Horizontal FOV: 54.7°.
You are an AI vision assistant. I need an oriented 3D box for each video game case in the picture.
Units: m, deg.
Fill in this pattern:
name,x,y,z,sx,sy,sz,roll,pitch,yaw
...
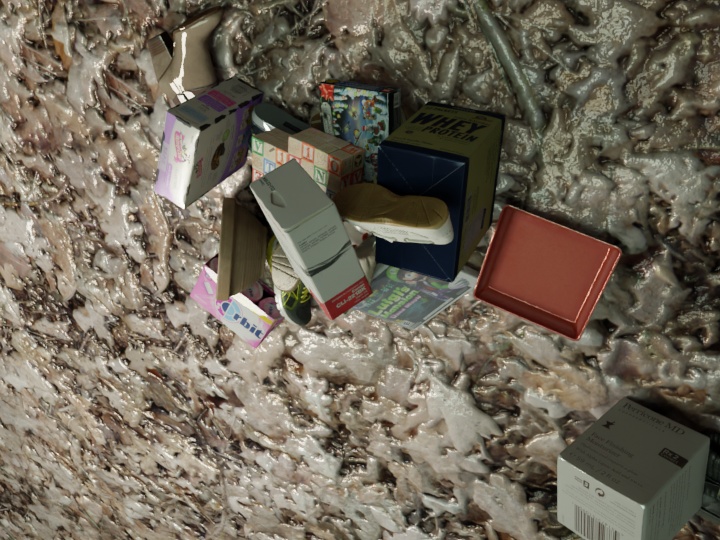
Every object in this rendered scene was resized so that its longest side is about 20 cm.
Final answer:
name,x,y,z,sx,sy,sz,roll,pitch,yaw
video game case,0.090,0.034,1.260,0.181,0.024,0.200,21,137,-30

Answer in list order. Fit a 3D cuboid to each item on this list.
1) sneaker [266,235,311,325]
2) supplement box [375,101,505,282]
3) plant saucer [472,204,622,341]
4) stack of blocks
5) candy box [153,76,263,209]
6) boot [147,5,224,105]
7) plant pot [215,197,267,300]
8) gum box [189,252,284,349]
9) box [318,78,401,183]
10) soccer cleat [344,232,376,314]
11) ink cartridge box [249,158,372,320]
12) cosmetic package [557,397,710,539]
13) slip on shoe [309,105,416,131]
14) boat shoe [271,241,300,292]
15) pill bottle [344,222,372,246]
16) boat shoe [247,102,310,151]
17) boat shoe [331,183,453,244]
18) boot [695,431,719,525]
name,x,y,z,sx,sy,sz,roll,pitch,yaw
sneaker,-0.128,0.025,1.402,0.084,0.075,0.202,-2,119,29
supplement box,0.124,-0.127,1.084,0.133,0.200,0.202,16,126,21
plant saucer,0.309,0.000,1.172,0.199,0.037,0.201,24,128,15
stack of blocks,-0.091,-0.171,1.149,0.199,0.058,0.116,28,129,30
candy box,-0.269,-0.229,1.236,0.071,0.200,0.169,30,129,8
boot,-0.290,-0.371,1.252,0.198,0.070,0.147,-9,121,34
plant pot,-0.233,-0.040,1.372,0.092,0.202,0.202,3,127,-11
gum box,-0.259,0.067,1.505,0.199,0.066,0.114,39,132,1
box,0.000,-0.199,1.125,0.136,0.040,0.202,17,123,33
soccer cleat,0.000,0.000,1.184,0.078,0.069,0.200,45,131,1
ink cartridge box,-0.073,-0.046,1.051,0.144,0.083,0.201,50,169,43
cosmetic package,0.460,0.358,1.182,0.164,0.199,0.166,25,134,45
slip on shoe,0.004,-0.247,1.167,0.199,0.060,0.077,0,113,40
boat shoe,-0.119,-0.056,1.320,0.073,0.063,0.203,16,110,19
pill bottle,-0.013,-0.045,1.271,0.110,0.111,0.201,36,130,4
boat shoe,-0.114,-0.215,1.254,0.199,0.071,0.091,34,141,6
boat shoe,0.042,-0.071,0.990,0.199,0.071,0.069,18,154,37
boot,0.665,0.376,1.188,0.209,0.079,0.159,18,127,18
